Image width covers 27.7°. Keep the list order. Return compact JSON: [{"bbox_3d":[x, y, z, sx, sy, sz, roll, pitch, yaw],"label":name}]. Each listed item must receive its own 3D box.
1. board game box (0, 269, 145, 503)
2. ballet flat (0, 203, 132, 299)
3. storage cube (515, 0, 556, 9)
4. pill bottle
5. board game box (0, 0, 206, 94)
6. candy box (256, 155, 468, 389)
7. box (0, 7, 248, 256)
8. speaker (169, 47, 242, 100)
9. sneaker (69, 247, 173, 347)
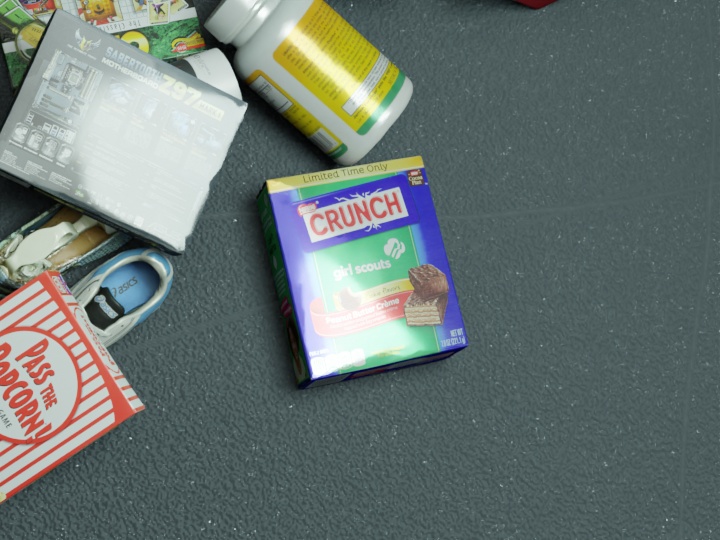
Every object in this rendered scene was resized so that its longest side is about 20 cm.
[{"bbox_3d":[-0.318,0.117,1.314,0.199,0.046,0.152,-34,88,1],"label":"board game box"},{"bbox_3d":[-0.268,-0.039,1.386,0.200,0.074,0.074,-40,90,-20],"label":"ballet flat"},{"bbox_3d":[0.205,-0.391,1.508,0.179,0.200,0.172,-21,82,26],"label":"storage cube"},{"bbox_3d":[-0.054,-0.207,1.448,0.200,0.113,0.113,40,70,-13],"label":"pill bottle"},{"bbox_3d":[-0.261,-0.246,1.460,0.198,0.023,0.106,-15,84,-18],"label":"board game box"},{"bbox_3d":[0.000,0.000,1.447,0.168,0.077,0.202,-11,79,-17],"label":"candy box"},{"bbox_3d":[-0.224,-0.125,1.347,0.199,0.051,0.159,25,81,-17],"label":"box"},{"bbox_3d":[-0.216,-0.149,1.420,0.199,0.081,0.082,-21,84,-18],"label":"speaker"},{"bbox_3d":[-0.258,0.049,1.364,0.200,0.072,0.072,-43,92,-13],"label":"sneaker"}]
